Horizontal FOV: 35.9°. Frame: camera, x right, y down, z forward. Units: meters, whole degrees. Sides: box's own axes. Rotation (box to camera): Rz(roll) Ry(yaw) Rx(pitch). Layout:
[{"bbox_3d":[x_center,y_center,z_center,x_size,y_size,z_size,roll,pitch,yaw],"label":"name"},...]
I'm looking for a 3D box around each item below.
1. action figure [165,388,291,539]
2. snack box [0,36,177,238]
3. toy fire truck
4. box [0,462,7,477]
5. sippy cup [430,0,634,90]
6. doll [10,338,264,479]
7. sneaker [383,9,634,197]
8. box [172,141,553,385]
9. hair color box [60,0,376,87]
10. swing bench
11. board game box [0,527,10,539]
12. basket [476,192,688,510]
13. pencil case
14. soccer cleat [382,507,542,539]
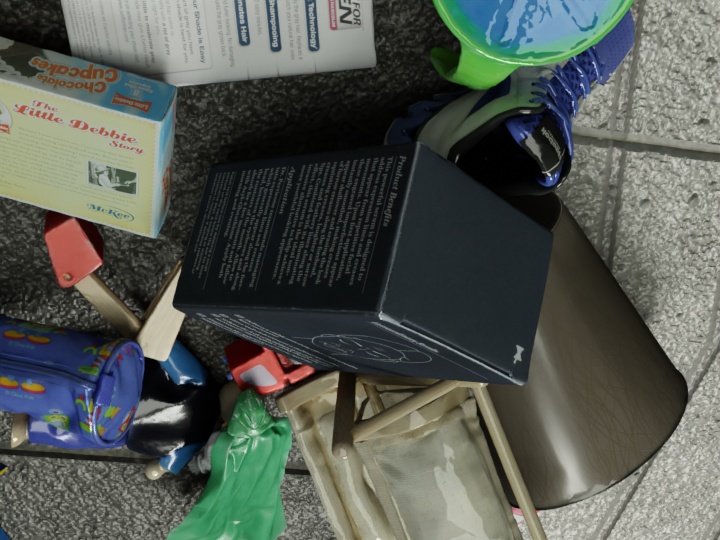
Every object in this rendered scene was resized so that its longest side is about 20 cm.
[{"bbox_3d":[-0.098,0.161,0.888,0.117,0.055,0.201,-14,145,-28],"label":"action figure"},{"bbox_3d":[-0.221,-0.094,0.725,0.197,0.037,0.117,16,142,-2],"label":"snack box"},{"bbox_3d":[-0.131,0.021,0.827,0.140,0.049,0.202,-26,115,-3],"label":"toy fire truck"},{"bbox_3d":[-0.367,0.123,0.815,0.199,0.064,0.071,34,93,0],"label":"box"},{"bbox_3d":[0.096,-0.213,0.690,0.177,0.131,0.140,-33,118,11],"label":"sippy cup"},{"bbox_3d":[-0.174,0.103,0.883,0.197,0.049,0.138,3,113,-9],"label":"doll"},{"bbox_3d":[0.119,-0.104,0.743,0.199,0.115,0.081,-38,120,-8],"label":"sneaker"},{"bbox_3d":[0.000,0.000,0.733,0.148,0.198,0.109,28,71,-43],"label":"box"},{"bbox_3d":[-0.091,-0.180,0.724,0.197,0.061,0.101,-6,124,-3],"label":"hair color box"},{"bbox_3d":[0.043,0.174,0.846,0.128,0.200,0.201,-24,100,-13],"label":"swing bench"},{"bbox_3d":[-0.409,0.242,0.929,0.193,0.056,0.202,-21,120,5],"label":"board game box"},{"bbox_3d":[0.138,0.052,0.849,0.179,0.136,0.201,-35,115,-8],"label":"basket"},{"bbox_3d":[-0.258,0.069,0.803,0.197,0.087,0.079,12,87,7],"label":"pencil case"},{"bbox_3d":[0.074,0.196,0.962,0.197,0.067,0.077,-19,116,7],"label":"soccer cleat"}]
